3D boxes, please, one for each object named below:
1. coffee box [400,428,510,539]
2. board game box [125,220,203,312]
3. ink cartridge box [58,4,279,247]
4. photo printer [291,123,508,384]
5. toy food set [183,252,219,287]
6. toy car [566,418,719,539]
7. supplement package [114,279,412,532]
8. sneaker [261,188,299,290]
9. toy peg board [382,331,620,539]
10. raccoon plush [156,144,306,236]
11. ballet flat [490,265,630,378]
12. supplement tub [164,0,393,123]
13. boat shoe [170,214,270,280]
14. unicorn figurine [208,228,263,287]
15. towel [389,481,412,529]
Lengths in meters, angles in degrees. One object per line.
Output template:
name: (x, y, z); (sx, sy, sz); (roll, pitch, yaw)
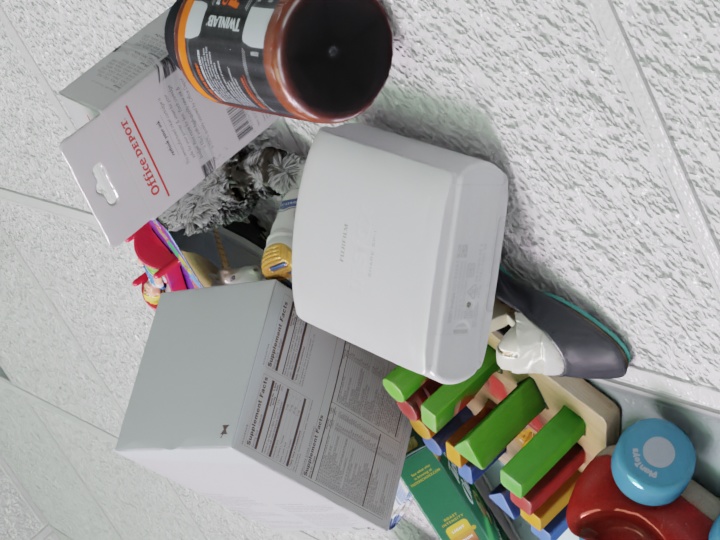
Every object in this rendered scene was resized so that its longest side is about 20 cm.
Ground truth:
coffee box: (0.090, 0.223, 1.699); (0.201, 0.044, 0.123); (57, -173, -17)
board game box: (-0.188, 0.009, 1.700); (0.201, 0.039, 0.158); (59, 166, -22)
ink cartridge box: (-0.165, -0.127, 1.477); (0.068, 0.200, 0.117); (26, 148, 45)
photo printer: (0.020, -0.021, 1.381); (0.199, 0.069, 0.168); (23, 110, 50)
toy food set: (-0.123, 0.032, 1.855); (0.200, 0.049, 0.199); (37, 157, 36)
toy car: (0.201, 0.251, 1.374); (0.177, 0.200, 0.185); (39, 157, 15)
supplement package: (-0.075, 0.122, 1.566); (0.151, 0.152, 0.199); (-7, 150, 43)
sneaker: (0.000, 0.000, 1.548); (0.075, 0.089, 0.200); (-9, 147, 36)
toy peg board: (0.110, 0.142, 1.522); (0.200, 0.098, 0.200); (38, 155, 29)
raccoon plush: (-0.104, -0.072, 1.628); (0.198, 0.098, 0.134); (16, -173, 19)
ballet flat: (0.113, 0.039, 1.389); (0.200, 0.073, 0.073); (37, 155, 29)
supplement tub: (-0.071, -0.171, 1.352); (0.199, 0.107, 0.107); (16, 141, 53)
boat shoe: (-0.122, -0.032, 1.739); (0.199, 0.060, 0.074); (27, 143, 15)
unicorn figurine: (-0.058, 0.055, 1.676); (0.136, 0.074, 0.201); (3, 138, 27)
towel: (0.003, 0.195, 1.916); (0.147, 0.024, 0.200); (46, 158, 12)
